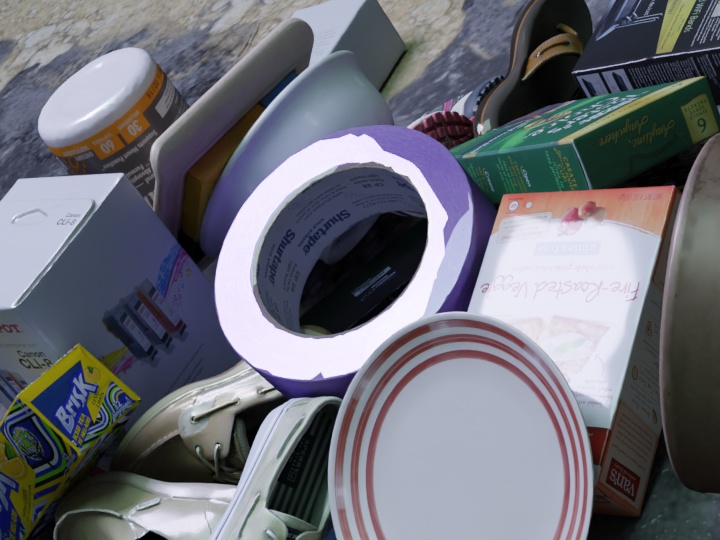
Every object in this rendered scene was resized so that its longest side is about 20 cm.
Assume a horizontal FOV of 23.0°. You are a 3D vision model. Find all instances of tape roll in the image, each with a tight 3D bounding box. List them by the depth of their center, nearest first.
[{"bbox_3d":[0.000,0.000,1.225,0.200,0.066,0.200,-15,54,22],"label":"tape roll"}]

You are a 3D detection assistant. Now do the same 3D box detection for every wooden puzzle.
[{"bbox_3d":[-0.100,-0.082,1.414,0.037,0.200,0.185,34,61,16],"label":"wooden puzzle"}]

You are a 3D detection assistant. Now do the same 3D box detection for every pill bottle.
[{"bbox_3d":[-0.174,-0.082,1.515,0.116,0.200,0.116,-26,31,17],"label":"pill bottle"}]

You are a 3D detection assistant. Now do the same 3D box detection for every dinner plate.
[{"bbox_3d":[0.060,0.125,1.061,0.200,0.024,0.201,-3,85,41],"label":"dinner plate"}]

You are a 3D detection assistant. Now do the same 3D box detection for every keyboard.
[{"bbox_3d":[0.021,0.021,1.351,0.200,0.021,0.127,-39,24,-4],"label":"keyboard"}]

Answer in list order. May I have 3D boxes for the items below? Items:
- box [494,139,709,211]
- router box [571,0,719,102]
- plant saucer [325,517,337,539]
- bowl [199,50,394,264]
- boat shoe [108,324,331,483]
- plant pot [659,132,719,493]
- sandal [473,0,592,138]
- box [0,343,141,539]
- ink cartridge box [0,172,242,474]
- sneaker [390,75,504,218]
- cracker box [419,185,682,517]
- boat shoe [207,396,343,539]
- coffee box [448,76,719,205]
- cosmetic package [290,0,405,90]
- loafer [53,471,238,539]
[{"bbox_3d":[0.164,-0.011,1.225,0.200,0.044,0.160,-15,35,31],"label":"box"},{"bbox_3d":[0.274,-0.210,1.385,0.157,0.052,0.200,-5,41,41],"label":"router box"},{"bbox_3d":[-0.069,0.193,1.158,0.200,0.070,0.019,-53,7,-27],"label":"plant saucer"},{"bbox_3d":[-0.032,-0.069,1.422,0.090,0.201,0.201,37,68,13],"label":"bowl"},{"bbox_3d":[-0.095,0.118,1.284,0.200,0.072,0.065,-32,39,7],"label":"boat shoe"},{"bbox_3d":[0.268,0.028,0.945,0.174,0.200,0.200,4,46,25],"label":"plant pot"},{"bbox_3d":[0.148,-0.151,1.394,0.055,0.082,0.200,-12,33,40],"label":"sandal"},{"bbox_3d":[-0.234,0.139,1.297,0.070,0.064,0.200,-44,-5,-41],"label":"box"},{"bbox_3d":[-0.209,0.043,1.373,0.145,0.200,0.145,-1,44,45],"label":"ink cartridge box"},{"bbox_3d":[0.065,-0.086,1.385,0.075,0.081,0.200,-21,8,36],"label":"sneaker"},{"bbox_3d":[0.129,0.048,1.107,0.134,0.058,0.200,-2,62,41],"label":"cracker box"},{"bbox_3d":[-0.057,0.168,1.126,0.062,0.072,0.200,-36,35,60],"label":"boat shoe"},{"bbox_3d":[0.147,-0.087,1.243,0.123,0.044,0.200,-25,10,-23],"label":"coffee box"},{"bbox_3d":[-0.050,-0.161,1.630,0.101,0.071,0.200,-6,41,41],"label":"cosmetic package"},{"bbox_3d":[-0.146,0.187,1.231,0.200,0.076,0.068,-9,33,38],"label":"loafer"}]
